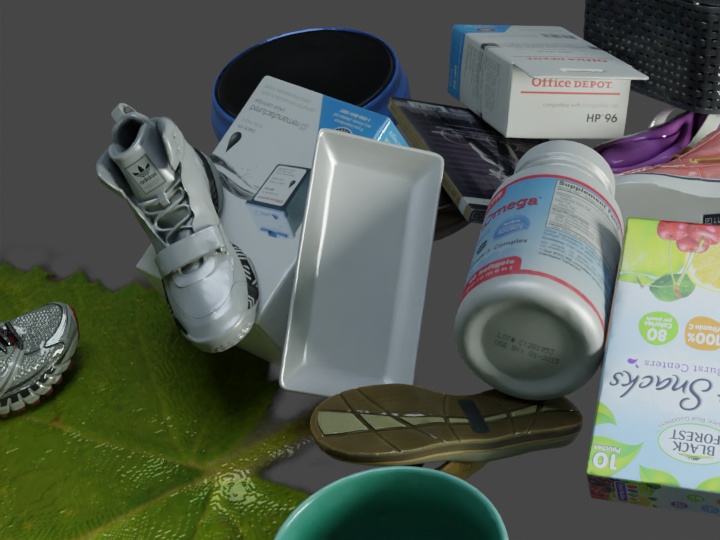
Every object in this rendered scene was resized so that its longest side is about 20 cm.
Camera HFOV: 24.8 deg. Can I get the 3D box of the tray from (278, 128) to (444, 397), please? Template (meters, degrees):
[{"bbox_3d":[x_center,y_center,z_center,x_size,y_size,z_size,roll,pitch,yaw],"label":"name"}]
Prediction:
[{"bbox_3d":[0.000,0.000,1.253,0.106,0.203,0.022,11,-9,-15],"label":"tray"}]

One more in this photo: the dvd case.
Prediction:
[{"bbox_3d":[0.121,-0.089,1.410,0.147,0.016,0.200,6,29,-25],"label":"dvd case"}]

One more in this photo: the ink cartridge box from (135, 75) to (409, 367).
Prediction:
[{"bbox_3d":[-0.064,-0.041,1.331,0.145,0.086,0.201,22,70,36],"label":"ink cartridge box"}]

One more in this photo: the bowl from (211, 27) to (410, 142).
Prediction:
[{"bbox_3d":[-0.051,-0.175,1.599,0.198,0.040,0.202,-7,38,5],"label":"bowl"}]

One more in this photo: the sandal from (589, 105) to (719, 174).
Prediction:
[{"bbox_3d":[0.285,-0.124,1.437,0.201,0.050,0.082,-25,39,-18],"label":"sandal"}]

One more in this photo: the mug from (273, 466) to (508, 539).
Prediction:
[{"bbox_3d":[0.022,0.225,0.998,0.150,0.115,0.186,-2,38,10],"label":"mug"}]

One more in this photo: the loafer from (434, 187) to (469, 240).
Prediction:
[{"bbox_3d":[0.012,-0.068,1.416,0.197,0.072,0.073,-5,37,7],"label":"loafer"}]

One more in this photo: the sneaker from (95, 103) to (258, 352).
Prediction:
[{"bbox_3d":[-0.143,-0.036,1.239,0.075,0.115,0.201,-28,52,11],"label":"sneaker"}]

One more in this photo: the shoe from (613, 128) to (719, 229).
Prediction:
[{"bbox_3d":[0.271,-0.067,1.352,0.197,0.072,0.091,-1,36,0],"label":"shoe"}]

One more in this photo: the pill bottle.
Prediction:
[{"bbox_3d":[0.139,-0.008,1.222,0.107,0.110,0.201,1,38,16],"label":"pill bottle"}]

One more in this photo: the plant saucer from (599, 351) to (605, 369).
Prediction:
[{"bbox_3d":[0.267,0.040,1.241,0.197,0.038,0.201,-6,38,5],"label":"plant saucer"}]

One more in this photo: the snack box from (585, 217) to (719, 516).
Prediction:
[{"bbox_3d":[0.242,0.066,1.137,0.140,0.053,0.202,5,64,17],"label":"snack box"}]

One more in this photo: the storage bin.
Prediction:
[{"bbox_3d":[0.300,-0.211,1.458,0.134,0.095,0.200,-9,21,-26],"label":"storage bin"}]

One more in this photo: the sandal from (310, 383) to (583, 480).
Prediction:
[{"bbox_3d":[0.063,0.123,1.179,0.197,0.055,0.081,-1,31,-12],"label":"sandal"}]

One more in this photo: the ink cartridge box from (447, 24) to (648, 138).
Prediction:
[{"bbox_3d":[0.162,-0.163,1.447,0.115,0.069,0.200,-1,20,-16],"label":"ink cartridge box"}]

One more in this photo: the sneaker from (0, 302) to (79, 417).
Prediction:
[{"bbox_3d":[-0.314,0.077,1.303,0.199,0.083,0.078,-29,40,-23],"label":"sneaker"}]
